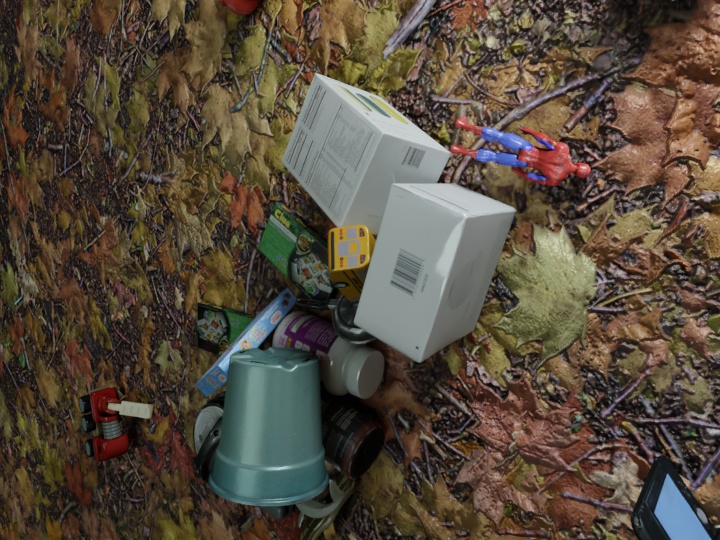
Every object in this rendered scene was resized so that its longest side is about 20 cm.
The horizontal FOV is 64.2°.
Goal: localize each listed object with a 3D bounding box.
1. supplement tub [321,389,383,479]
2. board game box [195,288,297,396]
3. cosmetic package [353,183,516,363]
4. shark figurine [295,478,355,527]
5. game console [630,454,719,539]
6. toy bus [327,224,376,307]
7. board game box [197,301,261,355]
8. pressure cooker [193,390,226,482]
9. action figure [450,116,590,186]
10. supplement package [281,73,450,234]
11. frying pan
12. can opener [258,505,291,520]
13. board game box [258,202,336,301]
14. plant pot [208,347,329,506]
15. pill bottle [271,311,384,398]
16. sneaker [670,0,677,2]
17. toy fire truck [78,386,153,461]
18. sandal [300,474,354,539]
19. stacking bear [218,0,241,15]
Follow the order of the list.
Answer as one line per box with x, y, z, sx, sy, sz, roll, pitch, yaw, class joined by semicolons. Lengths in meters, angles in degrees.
-0.059;0.276;1.042;0.197;0.105;0.110;28;112;32;supplement tub
-0.211;0.133;1.064;0.037;0.201;0.151;43;143;-7;board game box
0.109;-0.009;0.819;0.121;0.198;0.206;26;110;29;cosmetic package
-0.099;0.413;1.047;0.212;0.088;0.132;-6;64;60;shark figurine
0.409;0.296;0.628;0.116;0.197;0.179;-40;72;31;game console
0.000;0.000;0.874;0.075;0.200;0.067;-7;70;13;toy bus
-0.288;0.138;1.252;0.195;0.023;0.109;11;100;37;board game box
-0.230;0.322;1.119;0.174;0.197;0.183;-3;95;37;pressure cooker
0.226;-0.166;0.808;0.196;0.051;0.067;25;115;27;action figure
0.003;-0.175;0.887;0.201;0.149;0.154;48;121;38;supplement package
-0.023;0.052;1.000;0.188;0.031;0.115;32;71;34;frying pan
-0.224;0.461;1.222;0.196;0.052;0.069;20;106;34;can opener
-0.112;-0.029;1.088;0.199;0.023;0.107;42;119;25;board game box
-0.142;0.236;0.923;0.195;0.198;0.204;6;94;36;plant pot
-0.057;0.153;1.021;0.195;0.111;0.117;16;105;35;pill bottle
0.392;-0.409;0.638;0.115;0.074;0.202;51;127;20;sneaker
-0.634;0.402;1.502;0.196;0.126;0.183;-4;93;47;toy fire truck
-0.059;0.471;1.094;0.053;0.081;0.202;31;110;-10;sandal
-0.195;-0.564;1.050;0.200;0.119;0.117;-43;63;42;stacking bear
